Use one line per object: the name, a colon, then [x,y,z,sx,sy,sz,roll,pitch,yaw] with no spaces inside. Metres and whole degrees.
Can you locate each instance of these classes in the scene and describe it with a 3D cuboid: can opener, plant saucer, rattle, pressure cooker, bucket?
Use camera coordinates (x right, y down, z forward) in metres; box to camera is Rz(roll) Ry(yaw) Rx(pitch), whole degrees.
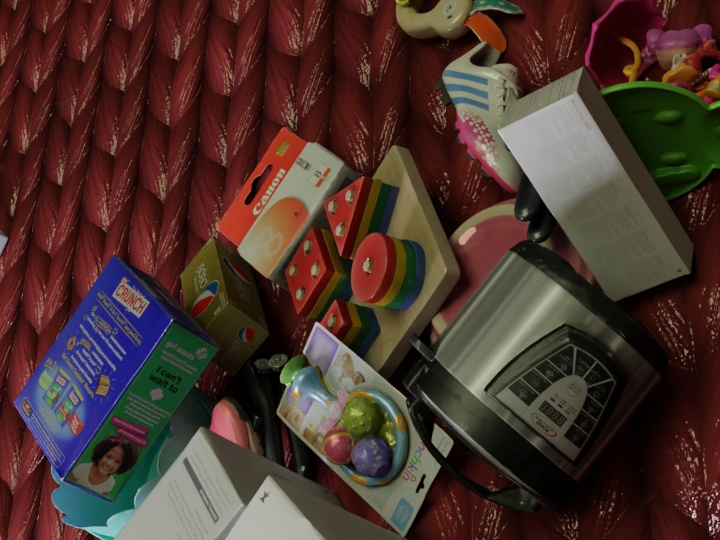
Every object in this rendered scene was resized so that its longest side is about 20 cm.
can opener: [-0.085,0.156,1.366,0.201,0.062,0.080,-119,25,-56]
plant saucer: [0.138,0.014,1.244,0.199,0.051,0.203,-24,52,34]
can opener: [0.179,-0.100,1.223,0.078,0.063,0.202,-25,35,32]
rattle: [0.085,-0.334,1.450,0.129,0.144,0.201,-31,38,2]
pressure cooker: [0.144,0.100,1.088,0.201,0.178,0.176,-50,52,2]
bucket: [-0.231,0.212,1.423,0.205,0.134,0.210,-25,51,34]

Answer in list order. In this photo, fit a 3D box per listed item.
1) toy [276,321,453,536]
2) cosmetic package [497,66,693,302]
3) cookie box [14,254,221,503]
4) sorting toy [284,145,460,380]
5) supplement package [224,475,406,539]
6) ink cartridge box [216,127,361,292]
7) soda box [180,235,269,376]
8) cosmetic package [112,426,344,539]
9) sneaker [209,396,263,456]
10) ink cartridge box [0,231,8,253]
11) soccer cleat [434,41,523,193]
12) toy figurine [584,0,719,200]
toy: [-0.012,0.154,1.245,0.200,0.047,0.116,41,117,34]
cosmetic package: [0.209,-0.072,1.114,0.082,0.201,0.051,-22,25,34]
cookie box: [-0.262,0.111,1.355,0.201,0.075,0.171,-55,40,2]
sorting toy: [0.000,0.000,1.325,0.200,0.069,0.201,-57,35,31]
supplement package: [-0.021,0.307,1.106,0.152,0.199,0.151,-55,41,2]
ink cartridge box: [-0.100,-0.088,1.544,0.163,0.050,0.199,-56,44,2]
soda box: [-0.159,0.037,1.471,0.068,0.064,0.200,-48,23,10]
cosmetic package: [-0.124,0.292,1.217,0.201,0.199,0.123,-50,41,8]
sneaker: [-0.155,0.233,1.318,0.073,0.086,0.204,17,105,54]
ink cartridge box: [-0.655,0.016,2.029,0.159,0.047,0.202,11,72,47]
soccer cleat: [0.140,-0.168,1.338,0.086,0.070,0.201,-41,43,19]
toy figurine: [0.280,-0.182,1.183,0.197,0.151,0.186,-6,49,17]
